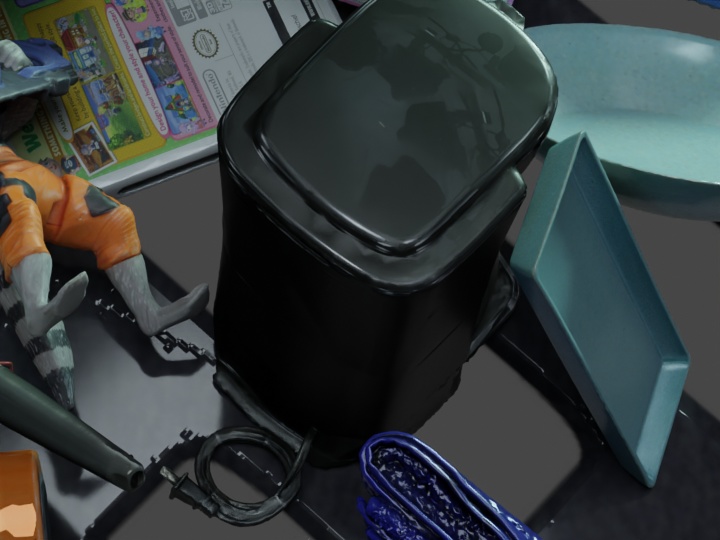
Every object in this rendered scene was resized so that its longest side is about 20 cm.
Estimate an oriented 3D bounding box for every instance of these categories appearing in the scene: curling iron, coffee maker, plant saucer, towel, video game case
[{"bbox_3d":[-0.160,0.051,1.057,0.199,0.050,0.026,21,71,39],"label":"curling iron"},{"bbox_3d":[0.000,0.000,1.048,0.134,0.200,0.193,17,66,5],"label":"coffee maker"},{"bbox_3d":[0.105,0.021,1.056,0.019,0.200,0.070,8,64,25],"label":"plant saucer"},{"bbox_3d":[0.146,-0.063,1.131,0.199,0.039,0.201,7,25,-3],"label":"plant saucer"},{"bbox_3d":[0.064,0.135,0.999,0.147,0.200,0.050,39,86,14],"label":"towel"},{"bbox_3d":[-0.115,-0.137,1.198,0.181,0.022,0.201,-21,70,-12],"label":"video game case"}]

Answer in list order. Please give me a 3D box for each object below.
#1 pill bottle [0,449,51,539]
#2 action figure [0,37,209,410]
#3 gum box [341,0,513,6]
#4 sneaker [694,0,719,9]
[{"bbox_3d":[-0.230,0.121,1.032,0.198,0.106,0.107,-5,67,-6],"label":"pill bottle"},{"bbox_3d":[-0.184,-0.033,1.074,0.193,0.105,0.200,41,28,22],"label":"action figure"},{"bbox_3d":[-0.010,-0.199,1.187,0.199,0.066,0.114,18,61,-4],"label":"gum box"},{"bbox_3d":[0.190,-0.170,1.199,0.199,0.079,0.066,12,64,-5],"label":"sneaker"}]
